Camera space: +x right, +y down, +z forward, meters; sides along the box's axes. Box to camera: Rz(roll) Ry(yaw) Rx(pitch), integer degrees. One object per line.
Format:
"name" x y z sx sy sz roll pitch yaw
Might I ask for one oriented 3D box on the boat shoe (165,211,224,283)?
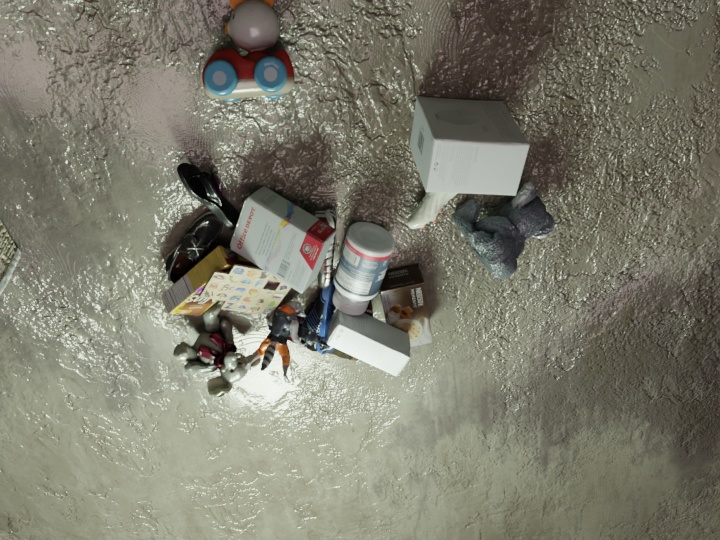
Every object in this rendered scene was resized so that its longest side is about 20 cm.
"boat shoe" -0.377 -0.051 1.654 0.071 0.068 0.200 35 114 -27

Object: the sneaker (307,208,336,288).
"sneaker" -0.118 -0.055 1.695 0.113 0.076 0.204 4 117 -3

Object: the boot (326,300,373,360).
"boot" -0.031 0.154 1.853 0.095 0.075 0.203 6 127 -16

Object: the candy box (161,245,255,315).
"candy box" -0.354 0.027 1.688 0.199 0.057 0.116 -36 161 20

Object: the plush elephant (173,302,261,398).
"plush elephant" -0.343 0.217 1.793 0.153 0.166 0.202 25 149 22

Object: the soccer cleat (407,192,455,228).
"soccer cleat" 0.175 -0.177 1.646 0.199 0.070 0.078 -40 118 12

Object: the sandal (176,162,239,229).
"sandal" -0.319 -0.171 1.571 0.047 0.076 0.200 -26 135 19

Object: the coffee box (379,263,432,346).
"coffee box" 0.113 0.094 1.826 0.112 0.080 0.203 -11 128 0

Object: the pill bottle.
"pill bottle" 0.000 0.000 1.714 0.117 0.121 0.203 9 126 -15

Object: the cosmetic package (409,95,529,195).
"cosmetic package" 0.219 -0.260 1.502 0.195 0.201 0.125 0 127 -8

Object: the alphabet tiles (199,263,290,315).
"alphabet tiles" -0.263 0.045 1.672 0.197 0.008 0.167 10 139 -32

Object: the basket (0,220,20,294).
"basket" -0.861 -0.027 1.520 0.195 0.200 0.163 -12 124 1

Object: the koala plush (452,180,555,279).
"koala plush" 0.351 -0.099 1.675 0.199 0.185 0.178 -37 125 4

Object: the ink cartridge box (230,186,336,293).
"ink cartridge box" -0.173 -0.071 1.608 0.198 0.083 0.147 31 122 7

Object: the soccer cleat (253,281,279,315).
"soccer cleat" -0.226 0.026 1.738 0.076 0.067 0.200 33 119 -23

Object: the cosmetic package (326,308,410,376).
"cosmetic package" 0.021 0.168 1.767 0.197 0.102 0.075 28 118 -11

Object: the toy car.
"toy car" -0.216 -0.430 1.360 0.173 0.184 0.205 -5 99 -4

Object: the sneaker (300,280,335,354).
"sneaker" -0.109 0.112 1.815 0.076 0.070 0.204 17 111 17

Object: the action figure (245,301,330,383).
"action figure" -0.173 0.167 1.754 0.196 0.197 0.105 12 163 21
